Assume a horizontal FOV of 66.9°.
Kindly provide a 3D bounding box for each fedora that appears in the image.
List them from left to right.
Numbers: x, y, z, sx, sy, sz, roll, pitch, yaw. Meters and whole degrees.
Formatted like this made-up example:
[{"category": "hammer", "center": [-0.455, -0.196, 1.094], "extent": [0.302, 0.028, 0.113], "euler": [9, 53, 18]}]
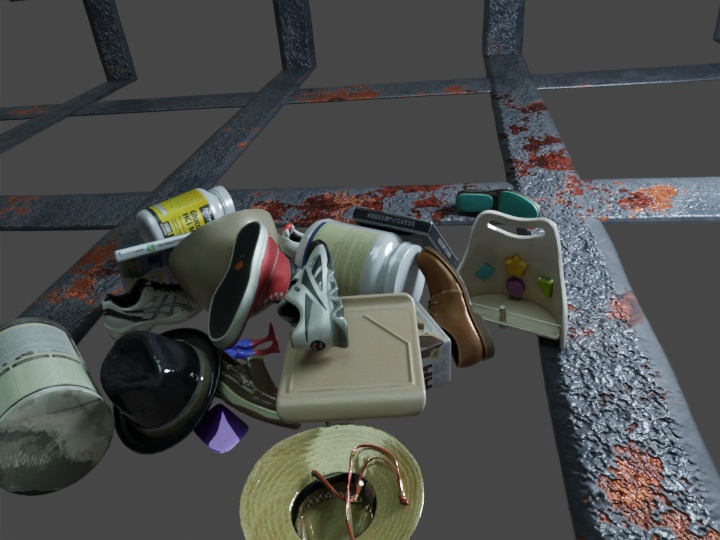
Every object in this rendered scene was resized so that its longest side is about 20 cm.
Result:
[{"category": "fedora", "center": [-0.289, 0.146, 0.747], "extent": [0.195, 0.092, 0.206], "euler": [-17, 51, 21]}]

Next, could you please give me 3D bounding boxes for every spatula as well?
[{"category": "spatula", "center": [-0.244, 0.194, 0.779], "extent": [0.196, 0.021, 0.056], "euler": [22, 47, 32]}]

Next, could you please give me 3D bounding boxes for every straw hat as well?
[{"category": "straw hat", "center": [-0.027, 0.266, 0.581], "extent": [0.193, 0.088, 0.203], "euler": [0, 31, 0]}]

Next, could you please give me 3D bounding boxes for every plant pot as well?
[{"category": "plant pot", "center": [-0.213, 0.008, 0.946], "extent": [0.196, 0.201, 0.137], "euler": [-25, 77, -27]}]

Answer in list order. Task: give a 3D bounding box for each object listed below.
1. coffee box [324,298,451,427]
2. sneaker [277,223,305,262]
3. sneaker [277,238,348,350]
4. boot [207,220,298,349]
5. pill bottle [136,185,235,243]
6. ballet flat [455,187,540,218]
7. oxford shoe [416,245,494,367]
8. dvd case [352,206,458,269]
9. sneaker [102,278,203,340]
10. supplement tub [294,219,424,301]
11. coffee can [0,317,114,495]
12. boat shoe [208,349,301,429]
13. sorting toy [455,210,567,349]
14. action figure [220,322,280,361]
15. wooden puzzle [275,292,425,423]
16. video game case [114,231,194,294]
[{"category": "coffee box", "center": [0.020, 0.130, 0.787], "extent": [0.194, 0.082, 0.113], "euler": [-18, 34, -17]}, {"category": "sneaker", "center": [-0.159, -0.050, 1.087], "extent": [0.192, 0.096, 0.071], "euler": [0, 32, 10]}, {"category": "sneaker", "center": [-0.073, 0.027, 0.743], "extent": [0.085, 0.076, 0.202], "euler": [-9, 36, -6]}, {"category": "boot", "center": [-0.151, 0.049, 0.836], "extent": [0.070, 0.145, 0.205], "euler": [-7, 52, 28]}, {"category": "pill bottle", "center": [-0.380, -0.111, 1.205], "extent": [0.197, 0.116, 0.111], "euler": [-31, 40, -33]}, {"category": "ballet flat", "center": [0.303, -0.151, 1.190], "extent": [0.195, 0.070, 0.068], "euler": [16, 29, 31]}, {"category": "oxford shoe", "center": [0.128, 0.052, 0.838], "extent": [0.069, 0.072, 0.204], "euler": [-19, 64, -13]}, {"category": "dvd case", "center": [0.086, -0.054, 0.984], "extent": [0.146, 0.199, 0.026], "euler": [14, 79, 27]}, {"category": "sneaker", "center": [-0.359, 0.050, 0.975], "extent": [0.196, 0.090, 0.075], "euler": [-25, 34, -29]}, {"category": "supplement tub", "center": [0.000, 0.000, 0.931], "extent": [0.194, 0.149, 0.145], "euler": [14, 37, 29]}, {"category": "coffee can", "center": [-0.436, 0.175, 0.738], "extent": [0.144, 0.151, 0.198], "euler": [-27, 37, -30]}, {"category": "boat shoe", "center": [-0.155, 0.155, 0.763], "extent": [0.197, 0.075, 0.077], "euler": [15, 77, 29]}, {"category": "sorting toy", "center": [0.240, -0.002, 0.857], "extent": [0.194, 0.185, 0.107], "euler": [14, 36, 28]}, {"category": "action figure", "center": [-0.228, 0.132, 0.864], "extent": [0.194, 0.053, 0.066], "euler": [-19, 35, -13]}, {"category": "wooden puzzle", "center": [-0.010, 0.112, 0.717], "extent": [0.178, 0.038, 0.203], "euler": [-4, 37, 4]}, {"category": "video game case", "center": [-0.344, -0.013, 0.992], "extent": [0.177, 0.200, 0.023], "euler": [-17, 76, -24]}]
